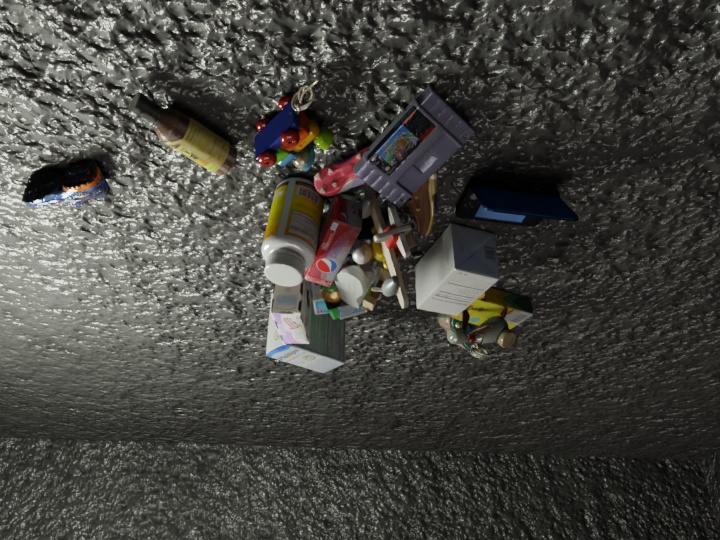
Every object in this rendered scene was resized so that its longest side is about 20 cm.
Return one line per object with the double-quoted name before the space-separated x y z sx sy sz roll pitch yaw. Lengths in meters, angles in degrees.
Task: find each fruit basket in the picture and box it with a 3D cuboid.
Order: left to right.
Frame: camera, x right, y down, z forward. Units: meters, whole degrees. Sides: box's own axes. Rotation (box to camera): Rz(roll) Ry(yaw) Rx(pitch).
"fruit basket" -0.032 0.030 1.438 0.180 0.095 0.203 -14 143 -11

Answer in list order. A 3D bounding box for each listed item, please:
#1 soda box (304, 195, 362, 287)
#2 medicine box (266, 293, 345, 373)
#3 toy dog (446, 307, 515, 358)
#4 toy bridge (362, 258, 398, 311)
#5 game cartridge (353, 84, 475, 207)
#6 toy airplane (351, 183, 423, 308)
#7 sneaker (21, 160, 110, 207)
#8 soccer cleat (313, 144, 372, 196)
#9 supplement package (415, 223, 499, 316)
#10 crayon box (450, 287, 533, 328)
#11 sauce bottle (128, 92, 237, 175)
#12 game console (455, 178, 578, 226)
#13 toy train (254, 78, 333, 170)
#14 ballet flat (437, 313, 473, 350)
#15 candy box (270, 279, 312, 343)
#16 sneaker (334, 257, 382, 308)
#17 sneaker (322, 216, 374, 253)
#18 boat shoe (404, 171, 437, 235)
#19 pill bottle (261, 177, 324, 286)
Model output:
"soda box" -0.058 -0.056 1.197 0.062 0.072 0.201 14 140 -15
"medicine box" -0.142 0.154 1.578 0.197 0.187 0.102 23 143 -33
"toy dog" 0.324 0.144 1.530 0.130 0.099 0.197 24 -158 38
"toy bridge" 0.055 0.008 1.323 0.027 0.203 0.068 24 155 9
"game cartridge" 0.093 -0.214 1.040 0.128 0.039 0.200 27 120 -38
"toy airplane" 0.045 -0.051 1.174 0.137 0.203 0.202 -19 128 8
"sneaker" -0.596 -0.158 1.184 0.194 0.078 0.079 -6 153 15
"soccer cleat" 0.002 -0.194 1.130 0.195 0.069 0.076 -18 -176 14
"supplement package" 0.221 0.004 1.378 0.116 0.125 0.201 11 149 -17
"crayon box" 0.359 0.105 1.613 0.195 0.052 0.127 15 146 -23
"sauce bottle" -0.314 -0.243 1.042 0.064 0.066 0.198 -25 139 37
"game console" 0.309 -0.110 1.189 0.193 0.121 0.172 6 149 -8
"toy train" -0.091 -0.247 1.018 0.114 0.087 0.198 14 148 -41
"ballet flat" 0.280 0.173 1.732 0.066 0.070 0.201 5 150 34
"candy box" -0.156 0.046 1.382 0.069 0.205 0.169 0 150 2
"sneaker" 0.000 0.000 1.298 0.072 0.117 0.201 29 164 7
"sneaker" -0.041 -0.069 1.307 0.193 0.078 0.078 4 149 -6
"boat shoe" 0.120 -0.151 1.180 0.065 0.074 0.203 3 143 6
"pill bottle" -0.135 -0.076 1.169 0.106 0.205 0.110 6 148 4
